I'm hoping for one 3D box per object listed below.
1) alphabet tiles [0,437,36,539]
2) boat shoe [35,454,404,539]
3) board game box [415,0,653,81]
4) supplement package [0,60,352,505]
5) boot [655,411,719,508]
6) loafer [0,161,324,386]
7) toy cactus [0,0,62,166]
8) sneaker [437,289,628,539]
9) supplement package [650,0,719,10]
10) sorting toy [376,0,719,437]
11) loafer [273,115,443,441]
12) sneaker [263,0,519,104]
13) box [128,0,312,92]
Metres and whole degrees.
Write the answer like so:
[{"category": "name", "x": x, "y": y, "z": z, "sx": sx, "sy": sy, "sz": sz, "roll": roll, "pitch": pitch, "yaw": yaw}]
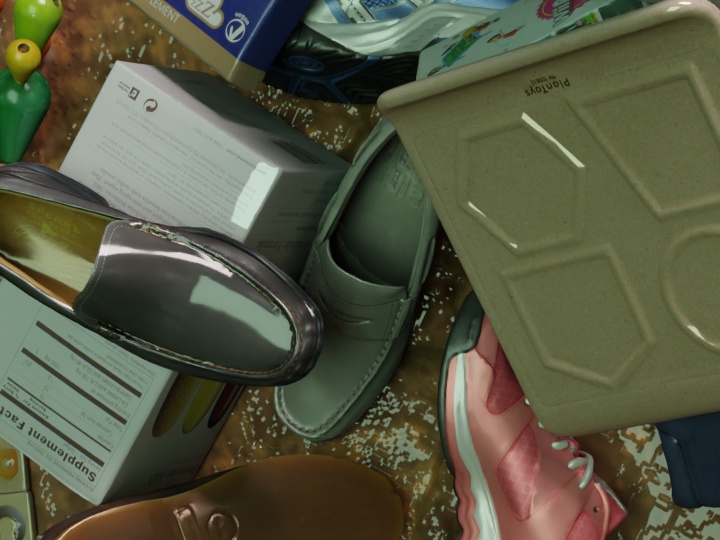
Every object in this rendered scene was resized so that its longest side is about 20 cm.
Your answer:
[{"category": "alphabet tiles", "x": -0.278, "y": 0.118, "z": 1.350, "sx": 0.199, "sy": 0.006, "sz": 0.167, "roll": -7, "pitch": 88, "yaw": 21}, {"category": "boat shoe", "x": -0.078, "y": 0.138, "z": 1.201, "sx": 0.070, "sy": 0.199, "sz": 0.071, "roll": 147, "pitch": 115, "yaw": -62}, {"category": "board game box", "x": 0.147, "y": -0.080, "z": 1.115, "sx": 0.200, "sy": 0.064, "sz": 0.148, "roll": -27, "pitch": 116, "yaw": 21}, {"category": "supplement package", "x": -0.107, "y": 0.006, "z": 1.226, "sx": 0.109, "sy": 0.114, "sz": 0.200, "roll": 33, "pitch": 104, "yaw": 18}, {"category": "boot", "x": 0.177, "y": 0.031, "z": 1.109, "sx": 0.090, "sy": 0.073, "sz": 0.201, "roll": -1, "pitch": 115, "yaw": 24}, {"category": "loafer", "x": -0.114, "y": 0.006, "z": 1.128, "sx": 0.200, "sy": 0.072, "sz": 0.073, "roll": 20, "pitch": 97, "yaw": 18}, {"category": "toy cactus", "x": -0.218, "y": -0.067, "z": 1.289, "sx": 0.200, "sy": 0.102, "sz": 0.165, "roll": -40, "pitch": 86, "yaw": 8}, {"category": "sneaker", "x": 0.090, "y": 0.104, "z": 1.182, "sx": 0.087, "sy": 0.074, "sz": 0.201, "roll": -6, "pitch": 95, "yaw": 11}, {"category": "supplement package", "x": 0.087, "y": -0.199, "z": 1.035, "sx": 0.200, "sy": 0.114, "sz": 0.110, "roll": 17, "pitch": 75, "yaw": 39}, {"category": "sorting toy", "x": 0.122, "y": -0.020, "z": 1.059, "sx": 0.185, "sy": 0.036, "sz": 0.200, "roll": -14, "pitch": 113, "yaw": 41}, {"category": "loafer", "x": 0.000, "y": 0.000, "z": 1.200, "sx": 0.070, "sy": 0.070, "sz": 0.200, "roll": 25, "pitch": 109, "yaw": 15}, {"category": "sneaker", "x": 0.012, "y": -0.133, "z": 1.209, "sx": 0.199, "sy": 0.076, "sz": 0.077, "roll": 1, "pitch": 72, "yaw": 19}, {"category": "box", "x": -0.044, "y": -0.205, "z": 1.182, "sx": 0.121, "sy": 0.032, "sz": 0.200, "roll": 39, "pitch": 100, "yaw": 31}]
